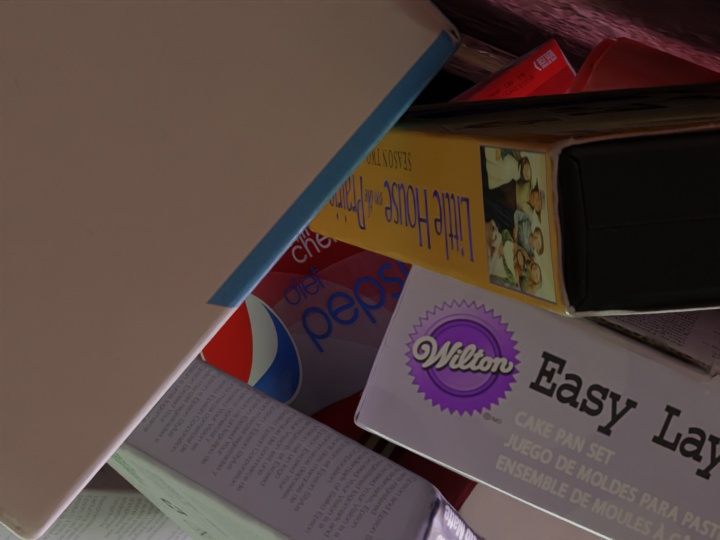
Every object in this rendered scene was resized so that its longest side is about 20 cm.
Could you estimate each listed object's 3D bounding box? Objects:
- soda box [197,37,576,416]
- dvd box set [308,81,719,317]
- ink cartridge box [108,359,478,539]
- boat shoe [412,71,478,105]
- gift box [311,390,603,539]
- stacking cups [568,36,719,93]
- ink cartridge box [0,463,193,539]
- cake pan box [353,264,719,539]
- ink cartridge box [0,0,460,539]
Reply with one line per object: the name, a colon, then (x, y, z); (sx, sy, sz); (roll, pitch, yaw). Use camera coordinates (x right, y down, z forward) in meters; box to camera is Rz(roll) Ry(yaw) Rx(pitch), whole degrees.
soda box: (0.000, 0.000, 0.798); (0.200, 0.070, 0.064); (-29, 96, 46)
dvd box set: (0.077, -0.020, 0.465); (0.145, 0.030, 0.200); (-6, -174, -13)
ink cartridge box: (0.024, 0.109, 0.737); (0.200, 0.041, 0.200); (28, 165, 41)
boat shoe: (-0.006, -0.061, 1.025); (0.068, 0.085, 0.200); (1, 173, -22)
gift box: (0.124, 0.046, 0.845); (0.186, 0.200, 0.184); (38, 178, -19)
stacking cups: (0.149, -0.013, 0.637); (0.199, 0.061, 0.060); (27, -179, 17)
ink cartridge box: (-0.113, 0.015, 0.904); (0.199, 0.041, 0.200); (5, -134, -36)
cake pan box: (0.105, 0.038, 0.605); (0.199, 0.053, 0.184); (23, -171, 7)
ink cartridge box: (-0.083, -0.045, 0.524); (0.125, 0.129, 0.200); (42, 176, -12)
